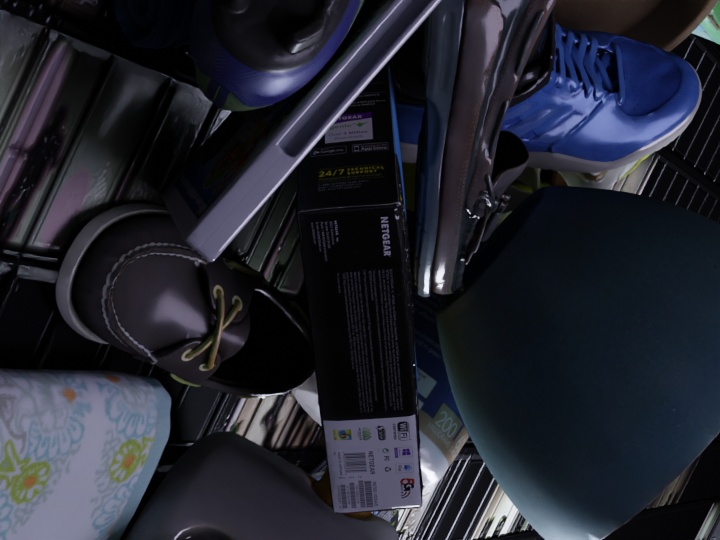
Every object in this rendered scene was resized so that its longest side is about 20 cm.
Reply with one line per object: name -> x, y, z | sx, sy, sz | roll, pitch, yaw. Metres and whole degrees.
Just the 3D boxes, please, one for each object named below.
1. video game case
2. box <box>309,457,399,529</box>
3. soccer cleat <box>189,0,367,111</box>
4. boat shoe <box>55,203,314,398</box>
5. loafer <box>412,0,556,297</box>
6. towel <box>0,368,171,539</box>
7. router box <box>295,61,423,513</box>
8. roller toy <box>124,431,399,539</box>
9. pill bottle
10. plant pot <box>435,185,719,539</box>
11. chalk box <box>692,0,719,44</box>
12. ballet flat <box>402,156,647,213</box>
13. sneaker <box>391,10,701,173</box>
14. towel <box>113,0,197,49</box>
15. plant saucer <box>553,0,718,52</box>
video game case -> -0.012, -0.094, 0.729 | 0.200, 0.018, 0.143 | -49, -165, 0
box -> -0.047, 0.222, 1.133 | 0.200, 0.044, 0.161 | -40, 149, -42
soccer cleat -> -0.006, -0.145, 0.684 | 0.201, 0.065, 0.084 | -54, -174, -26
boat shoe -> -0.077, 0.020, 0.817 | 0.072, 0.060, 0.201 | -61, 157, 0
loafer -> 0.059, -0.064, 0.816 | 0.072, 0.062, 0.201 | -87, 179, -48
towel -> -0.175, 0.137, 0.760 | 0.201, 0.048, 0.171 | -65, 158, 7
router box -> 0.000, 0.000, 0.842 | 0.150, 0.051, 0.201 | -93, 178, -49
roller toy -> -0.064, 0.192, 0.893 | 0.183, 0.139, 0.200 | -65, 174, 36
pill bottle -> 0.054, 0.022, 1.032 | 0.200, 0.111, 0.111 | -56, 157, -15
plant pot -> 0.121, 0.032, 0.915 | 0.200, 0.135, 0.200 | -49, -176, 5
chalk box -> 0.193, -0.223, 1.039 | 0.201, 0.124, 0.124 | -62, 157, 4
ballet flat -> 0.106, -0.064, 0.974 | 0.199, 0.067, 0.067 | -7, 134, -15
sneaker -> 0.102, -0.109, 0.896 | 0.111, 0.199, 0.077 | 113, -26, -64
towel -> -0.027, -0.175, 0.721 | 0.200, 0.048, 0.112 | -42, 151, -41
plant saucer -> 0.110, -0.160, 0.920 | 0.199, 0.030, 0.200 | -11, 148, -7
